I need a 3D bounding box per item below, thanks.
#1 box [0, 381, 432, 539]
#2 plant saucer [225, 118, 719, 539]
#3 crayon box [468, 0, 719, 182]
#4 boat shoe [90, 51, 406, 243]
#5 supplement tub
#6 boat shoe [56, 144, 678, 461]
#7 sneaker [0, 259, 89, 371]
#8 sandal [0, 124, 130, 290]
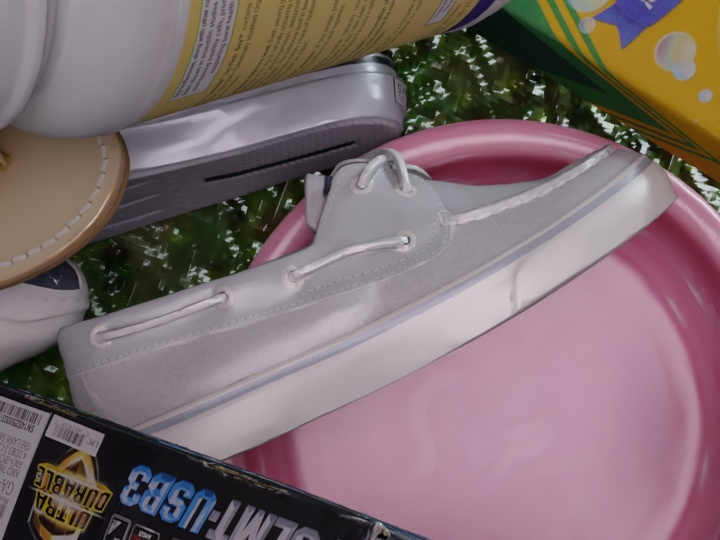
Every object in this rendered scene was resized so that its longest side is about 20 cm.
[{"bbox_3d":[0.011,0.093,0.638,0.199,0.198,0.050,24,85,-37],"label":"box"},{"bbox_3d":[0.047,0.052,0.803,0.199,0.051,0.202,0,88,-5],"label":"plant saucer"},{"bbox_3d":[0.129,-0.098,0.771,0.199,0.052,0.126,35,84,28],"label":"crayon box"},{"bbox_3d":[-0.086,-0.054,0.795,0.198,0.072,0.071,-12,72,-10],"label":"boat shoe"},{"bbox_3d":[-0.053,-0.121,0.690,0.199,0.145,0.146,-19,89,-33],"label":"supplement tub"},{"bbox_3d":[0.000,0.000,0.748,0.199,0.072,0.069,-26,90,3],"label":"boat shoe"},{"bbox_3d":[-0.169,0.076,0.768,0.198,0.079,0.131,-18,90,-6],"label":"sneaker"},{"bbox_3d":[-0.178,-0.045,0.723,0.210,0.070,0.078,10,73,24],"label":"sandal"}]
